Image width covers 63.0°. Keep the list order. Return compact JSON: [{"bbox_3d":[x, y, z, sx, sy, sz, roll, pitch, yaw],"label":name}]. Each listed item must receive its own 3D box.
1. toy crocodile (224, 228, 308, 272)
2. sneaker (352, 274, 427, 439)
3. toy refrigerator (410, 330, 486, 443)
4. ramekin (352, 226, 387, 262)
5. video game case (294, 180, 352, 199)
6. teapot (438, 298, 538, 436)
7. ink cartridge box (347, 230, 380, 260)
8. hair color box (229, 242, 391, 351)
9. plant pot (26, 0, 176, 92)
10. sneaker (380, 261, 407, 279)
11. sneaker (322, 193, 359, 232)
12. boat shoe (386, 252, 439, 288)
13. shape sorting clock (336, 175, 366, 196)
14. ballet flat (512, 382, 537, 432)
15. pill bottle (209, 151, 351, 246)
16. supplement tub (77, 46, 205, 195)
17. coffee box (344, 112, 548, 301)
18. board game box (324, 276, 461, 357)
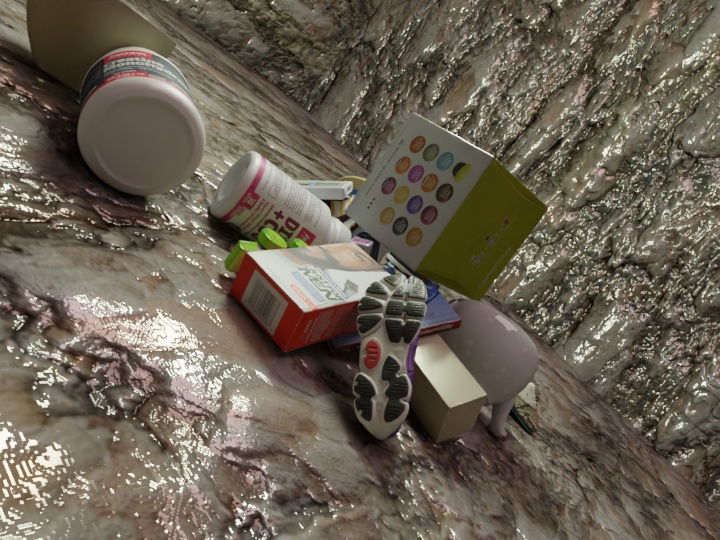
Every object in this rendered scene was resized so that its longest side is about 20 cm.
[{"bbox_3d":[-0.106,-0.006,0.787,0.062,0.068,0.200,46,13,22],"label":"toy crocodile"},{"bbox_3d":[0.032,0.097,0.689,0.080,0.201,0.084,7,-28,12],"label":"sneaker"},{"bbox_3d":[0.088,0.133,0.827,0.070,0.076,0.200,-12,42,-27],"label":"toy refrigerator"},{"bbox_3d":[-0.022,-0.085,1.250,0.202,0.094,0.202,40,13,-11],"label":"ramekin"},{"bbox_3d":[-0.119,-0.142,1.031,0.199,0.024,0.182,1,12,3],"label":"video game case"},{"bbox_3d":[0.180,0.151,0.965,0.200,0.146,0.198,32,-20,27],"label":"teapot"},{"bbox_3d":[0.000,0.000,0.975,0.042,0.120,0.200,12,11,7],"label":"ink cartridge box"},{"bbox_3d":[-0.047,0.024,0.733,0.111,0.064,0.200,42,27,25],"label":"hair color box"},{"bbox_3d":[-0.386,-0.327,0.839,0.200,0.135,0.200,32,4,-3],"label":"plant pot"},{"bbox_3d":[0.098,0.061,1.155,0.200,0.078,0.075,40,13,-8],"label":"sneaker"},{"bbox_3d":[-0.032,-0.120,1.124,0.090,0.200,0.075,46,-20,7],"label":"sneaker"},{"bbox_3d":[0.156,-0.008,1.608,0.200,0.062,0.075,36,11,-26],"label":"boat shoe"},{"bbox_3d":[0.011,-0.131,1.355,0.200,0.200,0.039,42,51,3],"label":"shape sorting clock"},{"bbox_3d":[0.310,0.235,1.212,0.200,0.075,0.068,50,14,32],"label":"ballet flat"},{"bbox_3d":[-0.117,-0.080,0.899,0.200,0.113,0.113,35,14,-28],"label":"pill bottle"},{"bbox_3d":[-0.277,-0.195,0.740,0.140,0.140,0.200,32,16,-37],"label":"supplement tub"},{"bbox_3d":[0.142,-0.099,0.961,0.200,0.200,0.198,25,14,-46],"label":"coffee box"},{"bbox_3d":[0.033,0.060,0.828,0.199,0.019,0.103,-9,43,-25],"label":"board game box"}]
